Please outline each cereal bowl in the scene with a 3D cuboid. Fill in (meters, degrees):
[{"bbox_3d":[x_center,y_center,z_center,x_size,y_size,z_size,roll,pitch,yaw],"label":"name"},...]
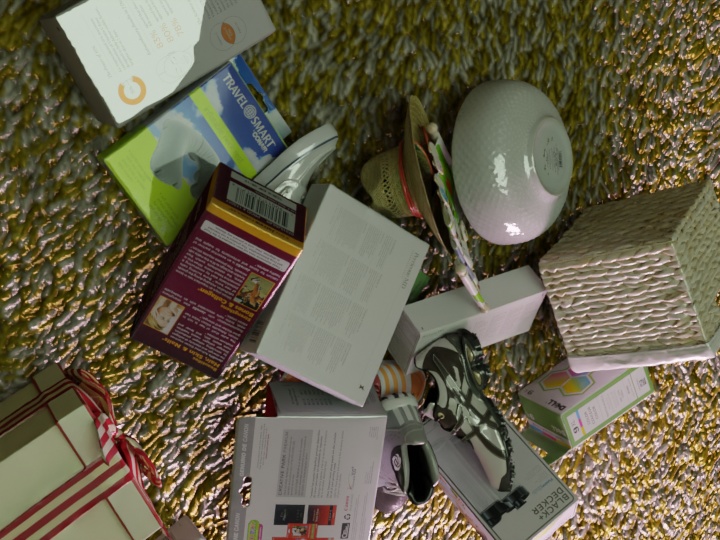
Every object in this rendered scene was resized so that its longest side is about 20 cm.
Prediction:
[{"bbox_3d":[0.198,-0.134,1.326,0.199,0.083,0.203,4,84,-49],"label":"cereal bowl"}]

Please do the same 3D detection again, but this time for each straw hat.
[{"bbox_3d":[0.046,-0.102,1.278,0.084,0.201,0.203,-13,109,12],"label":"straw hat"}]

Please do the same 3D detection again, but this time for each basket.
[{"bbox_3d":[0.356,0.008,1.382,0.198,0.198,0.162,-42,112,-48],"label":"basket"}]

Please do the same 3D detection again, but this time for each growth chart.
[{"bbox_3d":[0.112,-0.062,1.292,0.018,0.145,0.202,-15,67,14],"label":"growth chart"}]

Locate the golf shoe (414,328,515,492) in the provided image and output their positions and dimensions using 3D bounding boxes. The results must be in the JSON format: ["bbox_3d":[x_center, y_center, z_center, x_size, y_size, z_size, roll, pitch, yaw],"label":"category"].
[{"bbox_3d":[0.124,0.175,1.314,0.093,0.078,0.202,-18,91,-2],"label":"golf shoe"}]

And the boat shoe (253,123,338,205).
[{"bbox_3d":[-0.092,-0.080,1.235,0.200,0.074,0.065,-43,88,2],"label":"boat shoe"}]

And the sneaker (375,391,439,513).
[{"bbox_3d":[0.049,0.254,1.324,0.074,0.116,0.202,-11,131,-16],"label":"sneaker"}]

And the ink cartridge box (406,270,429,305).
[{"bbox_3d":[0.000,0.000,1.303,0.199,0.059,0.104,38,82,-26],"label":"ink cartridge box"}]

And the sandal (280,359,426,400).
[{"bbox_3d":[0.000,0.154,1.338,0.205,0.059,0.080,3,101,-31],"label":"sandal"}]

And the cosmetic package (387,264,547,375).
[{"bbox_3d":[0.134,0.059,1.366,0.198,0.051,0.083,-16,146,-29],"label":"cosmetic package"}]

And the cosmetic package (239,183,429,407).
[{"bbox_3d":[-0.026,0.028,1.211,0.150,0.052,0.202,29,78,-27],"label":"cosmetic package"}]

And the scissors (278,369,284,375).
[{"bbox_3d":[-0.080,0.123,1.324,0.073,0.014,0.202,-29,111,-18],"label":"scissors"}]

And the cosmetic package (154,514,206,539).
[{"bbox_3d":[-0.183,0.403,1.299,0.101,0.071,0.201,-39,115,-14],"label":"cosmetic package"}]

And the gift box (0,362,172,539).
[{"bbox_3d":[-0.311,0.226,1.135,0.186,0.200,0.186,-35,118,-17],"label":"gift box"}]

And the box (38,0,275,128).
[{"bbox_3d":[-0.210,-0.255,1.138,0.199,0.097,0.125,-35,113,-16],"label":"box"}]

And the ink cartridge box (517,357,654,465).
[{"bbox_3d":[0.280,0.175,1.459,0.199,0.104,0.060,-31,112,-17],"label":"ink cartridge box"}]

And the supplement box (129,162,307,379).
[{"bbox_3d":[-0.151,0.003,1.166,0.110,0.086,0.201,27,120,-16],"label":"supplement box"}]

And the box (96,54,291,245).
[{"bbox_3d":[-0.174,-0.137,1.208,0.200,0.048,0.122,-40,115,-12],"label":"box"}]

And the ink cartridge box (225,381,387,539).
[{"bbox_3d":[-0.071,0.237,1.284,0.173,0.084,0.202,3,111,-14],"label":"ink cartridge box"}]

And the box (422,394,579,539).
[{"bbox_3d":[0.165,0.255,1.371,0.116,0.200,0.060,-34,154,-15],"label":"box"}]
